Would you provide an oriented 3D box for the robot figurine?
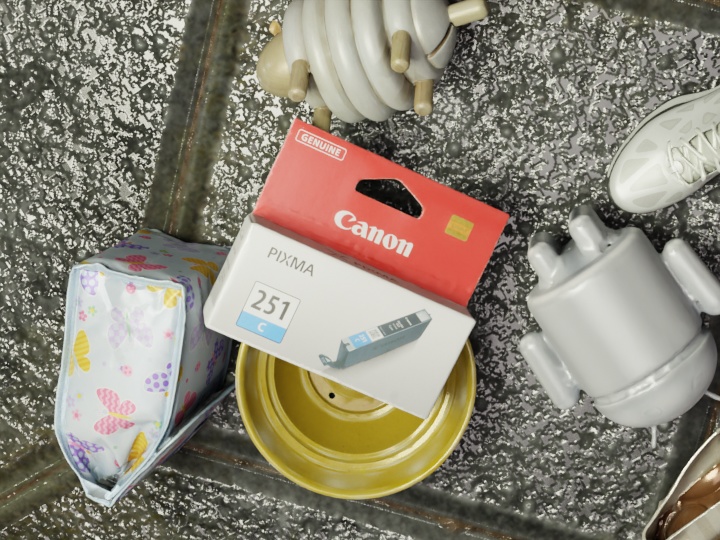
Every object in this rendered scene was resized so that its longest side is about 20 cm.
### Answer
[{"bbox_3d":[0.215,0.045,1.474,0.169,0.113,0.200,-33,96,16],"label":"robot figurine"}]

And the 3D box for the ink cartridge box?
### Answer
[{"bbox_3d":[0.000,0.000,1.435,0.200,0.045,0.177,23,100,-12],"label":"ink cartridge box"}]

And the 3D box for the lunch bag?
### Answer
[{"bbox_3d":[-0.173,0.081,1.516,0.127,0.170,0.201,14,103,11],"label":"lunch bag"}]

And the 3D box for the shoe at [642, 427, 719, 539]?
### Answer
[{"bbox_3d":[0.312,0.171,1.506,0.200,0.053,0.070,-49,47,18],"label":"shoe"}]

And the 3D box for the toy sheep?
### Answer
[{"bbox_3d":[0.009,-0.180,1.445,0.199,0.138,0.138,-10,101,17],"label":"toy sheep"}]

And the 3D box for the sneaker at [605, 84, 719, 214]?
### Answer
[{"bbox_3d":[0.279,-0.106,1.428,0.200,0.115,0.076,-35,96,15],"label":"sneaker"}]

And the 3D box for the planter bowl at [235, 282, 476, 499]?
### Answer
[{"bbox_3d":[-0.003,0.085,1.528,0.200,0.083,0.201,0,99,1],"label":"planter bowl"}]
